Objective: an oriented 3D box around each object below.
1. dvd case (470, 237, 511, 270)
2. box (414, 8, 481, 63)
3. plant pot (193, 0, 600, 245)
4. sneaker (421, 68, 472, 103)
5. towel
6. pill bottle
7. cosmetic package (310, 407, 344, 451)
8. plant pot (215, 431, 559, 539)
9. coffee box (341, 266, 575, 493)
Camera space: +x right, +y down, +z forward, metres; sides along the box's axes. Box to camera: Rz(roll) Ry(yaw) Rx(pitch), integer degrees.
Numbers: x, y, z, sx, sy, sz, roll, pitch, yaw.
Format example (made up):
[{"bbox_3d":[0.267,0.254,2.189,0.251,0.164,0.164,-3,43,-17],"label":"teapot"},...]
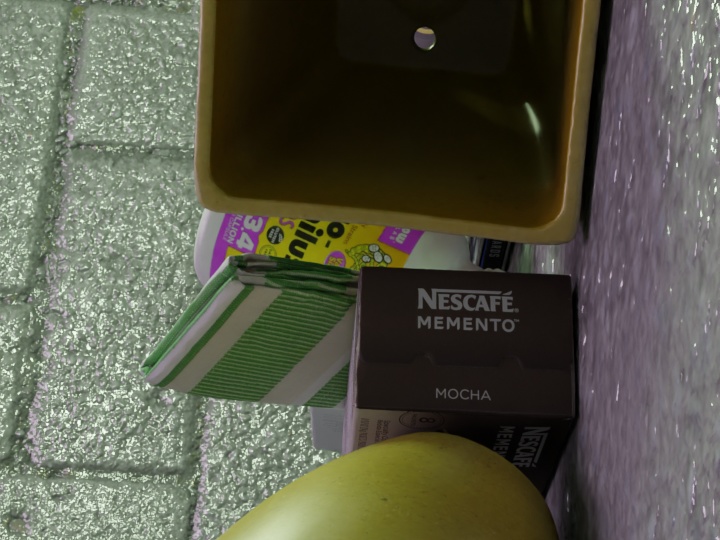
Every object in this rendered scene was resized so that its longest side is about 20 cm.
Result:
[{"bbox_3d":[0.096,-0.093,1.178,0.201,0.024,0.152,96,177,-62],"label":"dvd case"},{"bbox_3d":[0.016,-0.228,1.071,0.049,0.199,0.163,3,-75,-56],"label":"box"},{"bbox_3d":[0.030,-0.143,0.907,0.200,0.193,0.196,-65,-20,-70],"label":"plant pot"},{"bbox_3d":[0.028,-0.093,1.085,0.199,0.073,0.088,28,107,45],"label":"sneaker"},{"bbox_3d":[-0.011,0.040,0.968,0.153,0.198,0.024,-46,46,50],"label":"towel"},{"bbox_3d":[0.000,0.000,1.095,0.105,0.198,0.105,-59,-15,-28],"label":"pill bottle"},{"bbox_3d":[0.002,0.073,1.273,0.200,0.070,0.103,96,-179,-77],"label":"cosmetic package"},{"bbox_3d":[0.023,0.161,0.814,0.142,0.198,0.201,-54,-22,-42],"label":"plant pot"},{"bbox_3d":[0.048,0.079,0.931,0.201,0.112,0.081,97,176,-63],"label":"coffee box"}]
